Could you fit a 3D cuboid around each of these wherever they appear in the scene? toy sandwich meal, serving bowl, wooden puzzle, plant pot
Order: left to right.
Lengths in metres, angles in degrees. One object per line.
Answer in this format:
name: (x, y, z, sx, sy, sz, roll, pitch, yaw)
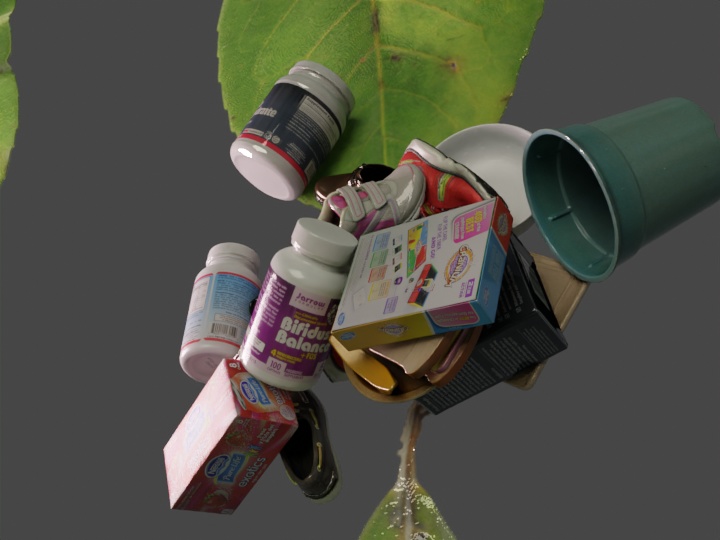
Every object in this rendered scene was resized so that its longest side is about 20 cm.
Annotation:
toy sandwich meal: (0.050, 0.068, 1.173, 0.203, 0.070, 0.207, -19, 52, 26)
serving bowl: (0.178, -0.110, 1.391, 0.197, 0.066, 0.202, -10, 54, 15)
wooden puzzle: (0.194, 0.057, 1.310, 0.199, 0.037, 0.186, 17, 67, 43)
plant pot: (0.339, -0.116, 1.235, 0.194, 0.202, 0.201, -23, 44, -15)

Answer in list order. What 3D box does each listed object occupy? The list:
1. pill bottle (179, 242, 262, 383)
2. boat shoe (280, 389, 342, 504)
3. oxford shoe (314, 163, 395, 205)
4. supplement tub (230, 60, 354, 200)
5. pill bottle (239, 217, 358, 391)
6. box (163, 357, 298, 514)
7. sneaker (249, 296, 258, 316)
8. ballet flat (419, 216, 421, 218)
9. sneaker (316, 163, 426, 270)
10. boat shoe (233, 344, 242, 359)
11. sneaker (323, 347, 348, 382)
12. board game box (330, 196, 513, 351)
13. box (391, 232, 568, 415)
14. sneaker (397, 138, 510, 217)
pill bottle: (-0.205, 0.062, 1.483, 0.107, 0.109, 0.202, -11, 51, 22)
boat shoe: (-0.081, 0.215, 1.317, 0.071, 0.061, 0.202, -35, 46, 7)
oxford shoe: (0.004, -0.137, 1.531, 0.198, 0.085, 0.073, 2, 59, 33)
supplement tub: (-0.111, -0.232, 1.629, 0.139, 0.141, 0.201, 17, 66, 38)
pill bottle: (-0.074, 0.041, 1.247, 0.112, 0.111, 0.202, 37, 113, 43)
box: (-0.175, 0.222, 1.296, 0.201, 0.095, 0.100, -54, 37, 30)
sneaker: (-0.118, 0.045, 1.460, 0.073, 0.088, 0.202, -11, 52, 23)
ballet flat: (0.061, -0.050, 1.375, 0.072, 0.072, 0.201, -37, 66, -1)
sneaker: (0.003, -0.076, 1.304, 0.200, 0.088, 0.081, -43, 41, -4)
boat shoe: (-0.133, 0.116, 1.367, 0.200, 0.071, 0.060, -51, 19, 19)
sneaker: (-0.029, 0.066, 1.403, 0.084, 0.077, 0.202, -17, 58, 2)
board game box: (0.071, 0.006, 1.130, 0.198, 0.040, 0.154, -14, 44, 35)
box: (0.135, 0.062, 1.238, 0.199, 0.107, 0.150, -29, 49, 17)
sneaker: (0.122, -0.102, 1.335, 0.200, 0.077, 0.085, 39, 97, 41)
